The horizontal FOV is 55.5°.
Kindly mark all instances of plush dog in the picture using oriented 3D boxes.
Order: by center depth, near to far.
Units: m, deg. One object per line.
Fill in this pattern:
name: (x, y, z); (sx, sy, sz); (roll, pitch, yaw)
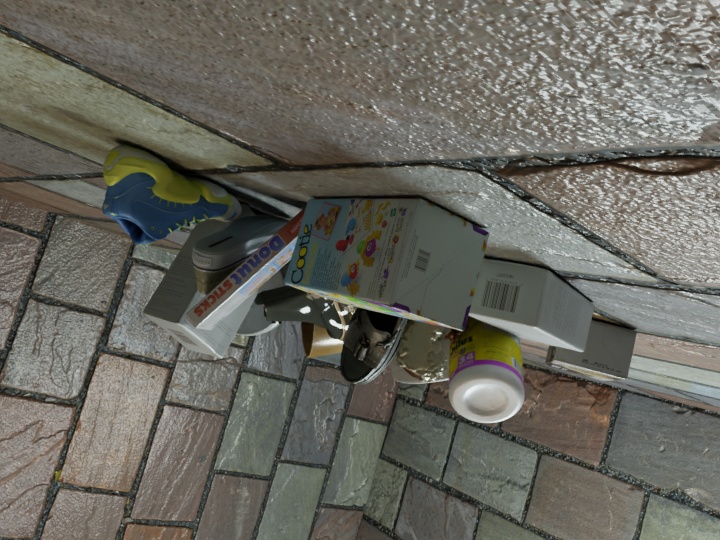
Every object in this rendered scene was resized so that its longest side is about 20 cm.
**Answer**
plush dog: (0.078, 0.027, 0.932); (0.200, 0.161, 0.172); (44, -169, 5)

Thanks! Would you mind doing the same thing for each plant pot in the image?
plant pot: (-0.006, 0.071, 1.300); (0.198, 0.189, 0.186); (1, 177, -13)

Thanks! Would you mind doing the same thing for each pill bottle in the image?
pill bottle: (0.181, 0.114, 0.998); (0.103, 0.105, 0.201); (17, -142, -4)

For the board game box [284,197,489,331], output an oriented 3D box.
board game box: (0.021, -0.011, 0.728); (0.102, 0.106, 0.199); (20, 174, -35)

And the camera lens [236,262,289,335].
camera lens: (-0.186, 0.025, 1.208); (0.158, 0.162, 0.200); (16, -174, 1)

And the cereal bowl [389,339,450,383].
cereal bowl: (0.145, 0.136, 1.257); (0.198, 0.084, 0.200); (-12, -174, 1)

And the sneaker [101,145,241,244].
sneaker: (-0.241, -0.075, 0.859); (0.075, 0.106, 0.199); (11, 171, 42)

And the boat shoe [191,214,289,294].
boat shoe: (-0.158, -0.026, 0.922); (0.072, 0.063, 0.200); (24, -153, 22)

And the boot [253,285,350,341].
boot: (-0.091, 0.067, 1.109); (0.137, 0.078, 0.201); (-18, 145, -7)

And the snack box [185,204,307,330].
snack box: (-0.128, -0.001, 0.853); (0.024, 0.200, 0.072); (47, 177, 8)

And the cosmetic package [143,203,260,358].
cosmetic package: (-0.208, 0.009, 0.992); (0.081, 0.201, 0.113); (10, 152, 34)

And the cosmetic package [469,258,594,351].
cosmetic package: (0.219, 0.047, 0.875); (0.101, 0.075, 0.199); (12, 175, 35)

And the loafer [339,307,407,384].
loafer: (0.026, 0.050, 0.820); (0.072, 0.201, 0.063); (33, -170, 17)

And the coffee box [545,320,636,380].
coffee box: (0.381, 0.132, 1.151); (0.112, 0.081, 0.200); (14, 173, 12)
